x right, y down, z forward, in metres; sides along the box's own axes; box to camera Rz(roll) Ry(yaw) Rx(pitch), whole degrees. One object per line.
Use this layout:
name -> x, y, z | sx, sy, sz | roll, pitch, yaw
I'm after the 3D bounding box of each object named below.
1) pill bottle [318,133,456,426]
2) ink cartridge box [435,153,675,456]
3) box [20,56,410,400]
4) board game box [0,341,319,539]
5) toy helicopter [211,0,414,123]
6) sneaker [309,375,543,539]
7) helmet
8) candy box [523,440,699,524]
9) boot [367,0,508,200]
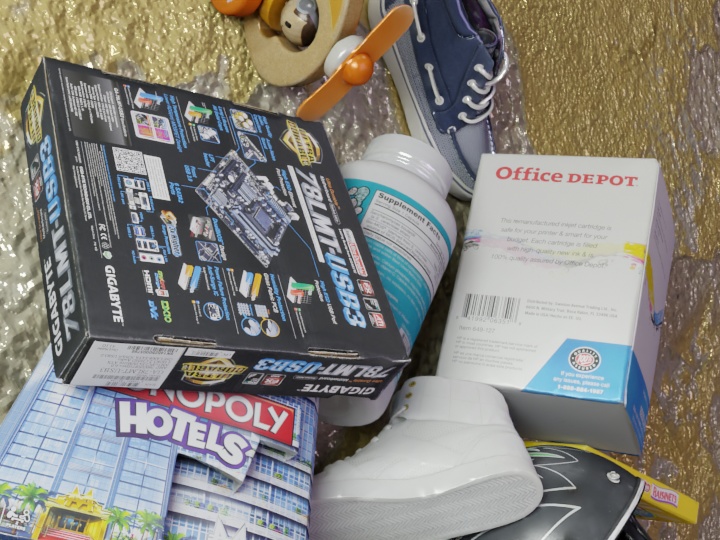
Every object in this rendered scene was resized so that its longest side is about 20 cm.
pill bottle -> 0.000, 0.000, 0.776 | 0.111, 0.111, 0.200 | 46, 55, -33
ink cartridge box -> 0.165, 0.026, 0.891 | 0.145, 0.147, 0.201 | 51, 49, -59
box -> -0.087, -0.022, 0.643 | 0.198, 0.050, 0.200 | 9, 48, -36
board game box -> -0.111, 0.083, 0.618 | 0.199, 0.062, 0.200 | 19, 50, -20
toy helicopter -> -0.008, -0.185, 0.723 | 0.079, 0.200, 0.133 | -4, 71, -46
sneaker -> 0.019, 0.139, 0.786 | 0.116, 0.199, 0.074 | -103, -176, -54
helmet -> 0.138, 0.231, 0.829 | 0.200, 0.200, 0.191 | -30, 96, -44
candy box -> 0.209, 0.189, 0.978 | 0.200, 0.102, 0.027 | 29, 65, -40
boot -> 0.084, -0.148, 0.893 | 0.073, 0.090, 0.200 | -48, 119, -38
